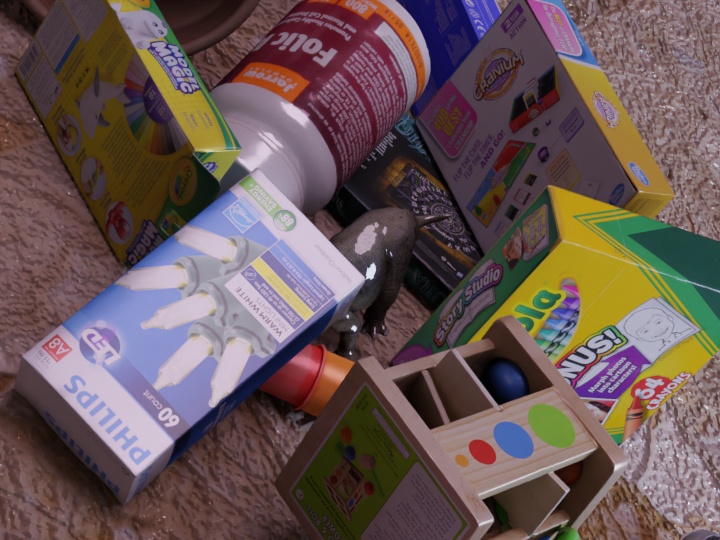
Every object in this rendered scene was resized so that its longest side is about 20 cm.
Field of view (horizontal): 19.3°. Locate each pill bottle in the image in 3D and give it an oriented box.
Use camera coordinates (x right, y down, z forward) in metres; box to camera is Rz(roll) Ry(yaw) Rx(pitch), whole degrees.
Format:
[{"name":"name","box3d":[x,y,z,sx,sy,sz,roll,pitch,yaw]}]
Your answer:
[{"name":"pill bottle","box3d":[-0.045,-0.109,1.500,0.114,0.114,0.200,40,53,0]}]

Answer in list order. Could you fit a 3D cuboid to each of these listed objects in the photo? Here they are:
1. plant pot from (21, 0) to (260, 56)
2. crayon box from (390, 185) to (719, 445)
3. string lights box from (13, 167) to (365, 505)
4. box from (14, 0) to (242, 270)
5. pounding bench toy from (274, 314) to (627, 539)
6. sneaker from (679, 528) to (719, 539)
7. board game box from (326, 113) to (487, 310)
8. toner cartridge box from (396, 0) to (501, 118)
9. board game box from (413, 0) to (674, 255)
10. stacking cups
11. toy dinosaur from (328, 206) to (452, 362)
[{"name":"plant pot","box3d":[-0.159,-0.275,1.562,0.200,0.200,0.175,28,22,-15]},{"name":"crayon box","box3d":[0.147,0.044,1.462,0.172,0.200,0.058,16,43,-28]},{"name":"string lights box","box3d":[-0.105,0.039,1.307,0.103,0.059,0.200,45,63,7]},{"name":"box","box3d":[-0.153,-0.100,1.424,0.048,0.117,0.200,-5,56,-42]},{"name":"pounding bench toy","box3d":[0.082,0.150,1.285,0.156,0.124,0.200,-14,57,-42]},{"name":"sneaker","box3d":[0.276,0.258,1.455,0.078,0.077,0.200,7,46,-34]},{"name":"board game box","box3d":[0.041,-0.052,1.614,0.200,0.028,0.135,44,37,7]},{"name":"toner cartridge box","box3d":[0.066,-0.202,1.736,0.043,0.095,0.200,8,47,-35]},{"name":"board game box","box3d":[0.132,-0.085,1.574,0.040,0.153,0.200,2,51,-40]},{"name":"stacking cups","box3d":[0.019,0.094,1.417,0.200,0.061,0.061,25,39,-19]},{"name":"toy dinosaur","box3d":[0.000,0.000,1.440,0.200,0.102,0.077,-22,54,-27]}]
